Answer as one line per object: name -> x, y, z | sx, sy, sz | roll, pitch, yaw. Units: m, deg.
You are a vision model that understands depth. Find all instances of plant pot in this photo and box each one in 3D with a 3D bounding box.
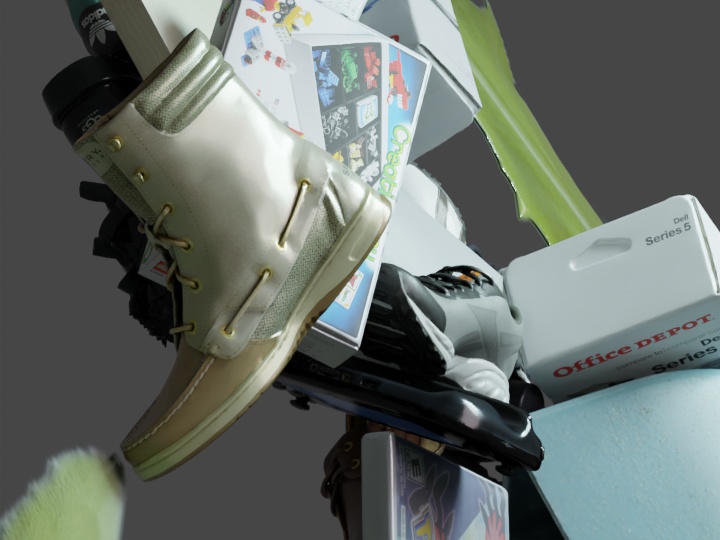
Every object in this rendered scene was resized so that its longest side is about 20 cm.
plant pot -> 0.224, 0.179, 1.782 | 0.197, 0.199, 0.197 | 83, -19, -61

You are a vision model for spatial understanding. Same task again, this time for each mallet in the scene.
mallet -> 0.136, 0.113, 1.850 | 0.199, 0.066, 0.041 | 25, 72, -48

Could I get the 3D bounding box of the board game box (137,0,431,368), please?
board game box -> -0.039, -0.060, 1.501 | 0.126, 0.035, 0.201 | 27, 57, -18

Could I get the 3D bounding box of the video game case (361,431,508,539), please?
video game case -> 0.047, 0.207, 1.532 | 0.182, 0.023, 0.202 | 31, 54, -62

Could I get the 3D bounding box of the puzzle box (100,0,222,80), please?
puzzle box -> -0.070, -0.083, 1.569 | 0.201, 0.025, 0.133 | 62, 21, 6

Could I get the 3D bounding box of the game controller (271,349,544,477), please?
game controller -> 0.011, 0.076, 1.557 | 0.199, 0.042, 0.104 | 14, -1, 41

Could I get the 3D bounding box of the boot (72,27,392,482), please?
boot -> -0.095, -0.008, 1.385 | 0.155, 0.200, 0.072 | 43, -18, -15

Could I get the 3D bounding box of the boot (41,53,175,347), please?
boot -> -0.097, -0.037, 1.572 | 0.198, 0.073, 0.163 | 11, 47, -62

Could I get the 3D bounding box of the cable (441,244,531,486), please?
cable -> 0.060, 0.052, 1.857 | 0.200, 0.051, 0.164 | 33, 60, -38

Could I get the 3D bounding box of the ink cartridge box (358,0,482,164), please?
ink cartridge box -> -0.006, -0.161, 1.973 | 0.086, 0.146, 0.201 | 47, 19, -35

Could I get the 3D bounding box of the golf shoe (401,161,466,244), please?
golf shoe -> 0.040, 0.003, 1.939 | 0.201, 0.077, 0.094 | 65, 19, 10

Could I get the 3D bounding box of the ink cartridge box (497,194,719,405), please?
ink cartridge box -> 0.200, 0.049, 1.826 | 0.200, 0.145, 0.085 | 46, 27, -53

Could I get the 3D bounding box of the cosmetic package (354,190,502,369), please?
cosmetic package -> 0.000, 0.000, 1.718 | 0.200, 0.081, 0.113 | 42, 27, -22

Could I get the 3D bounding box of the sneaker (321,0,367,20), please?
sneaker -> -0.067, -0.157, 1.906 | 0.074, 0.115, 0.201 | 45, 56, -29

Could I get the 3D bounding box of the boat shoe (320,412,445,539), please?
boat shoe -> 0.007, 0.133, 1.624 | 0.067, 0.072, 0.200 | 24, 30, -4

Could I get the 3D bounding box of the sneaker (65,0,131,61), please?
sneaker -> -0.116, -0.121, 1.695 | 0.200, 0.071, 0.080 | 35, 32, -48

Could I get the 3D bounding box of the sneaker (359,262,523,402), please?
sneaker -> 0.044, 0.026, 1.597 | 0.074, 0.080, 0.200 | 18, -9, 25
